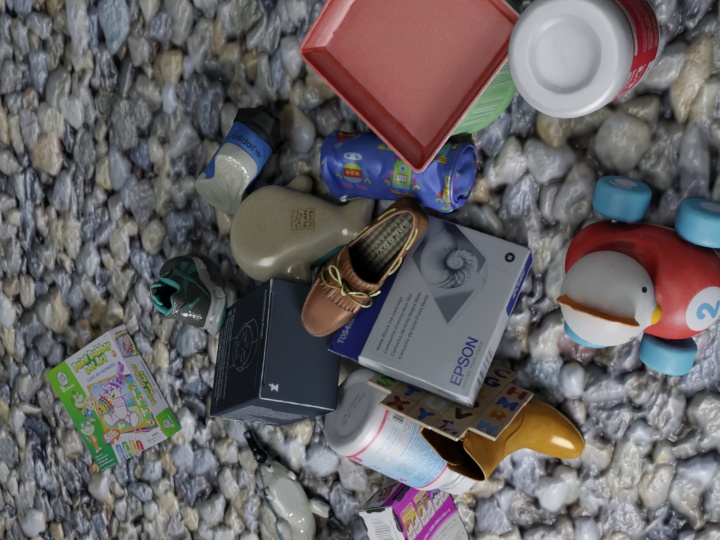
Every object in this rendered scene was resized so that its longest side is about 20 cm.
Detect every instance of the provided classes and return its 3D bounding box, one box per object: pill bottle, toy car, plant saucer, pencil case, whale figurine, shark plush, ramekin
[{"bbox_3d":[0.060,0.209,1.130,0.198,0.110,0.108,31,130,-29],"label":"pill bottle"},{"bbox_3d":[0.279,0.027,0.928,0.174,0.199,0.188,19,117,23],"label":"toy car"},{"bbox_3d":[0.054,-0.243,0.946,0.200,0.037,0.201,45,125,10],"label":"plant saucer"},{"bbox_3d":[0.043,-0.120,1.090,0.197,0.078,0.089,9,99,28],"label":"pencil case"},{"bbox_3d":[-0.070,-0.045,1.182,0.196,0.104,0.162,-8,66,12],"label":"whale figurine"},{"bbox_3d":[0.226,-0.219,0.872,0.110,0.199,0.115,11,113,27],"label":"pill bottle"},{"bbox_3d":[-0.132,0.342,1.371,0.200,0.091,0.083,48,154,2],"label":"shark plush"},{"bbox_3d":[0.077,-0.243,1.014,0.197,0.097,0.204,11,112,28],"label":"ramekin"}]

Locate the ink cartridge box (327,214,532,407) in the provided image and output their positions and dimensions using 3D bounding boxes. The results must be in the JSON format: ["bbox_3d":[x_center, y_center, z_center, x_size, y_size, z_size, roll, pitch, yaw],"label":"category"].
[{"bbox_3d":[0.079,0.035,1.072,0.197,0.041,0.202,17,71,24],"label":"ink cartridge box"}]

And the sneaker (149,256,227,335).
[{"bbox_3d":[-0.260,0.024,1.279,0.199,0.090,0.079,31,106,56],"label":"sneaker"}]

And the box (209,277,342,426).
[{"bbox_3d":[-0.111,0.113,1.172,0.199,0.105,0.152,-28,53,60],"label":"box"}]

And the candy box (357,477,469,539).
[{"bbox_3d":[0.087,0.374,1.206,0.060,0.136,0.203,-19,96,35],"label":"candy box"}]

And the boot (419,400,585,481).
[{"bbox_3d":[0.169,0.207,1.078,0.199,0.144,0.071,29,125,5],"label":"boot"}]

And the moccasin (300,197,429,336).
[{"bbox_3d":[0.001,0.001,1.050,0.201,0.078,0.074,-41,88,17],"label":"moccasin"}]

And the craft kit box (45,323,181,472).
[{"bbox_3d":[-0.416,0.217,1.509,0.198,0.048,0.200,-30,88,35],"label":"craft kit box"}]

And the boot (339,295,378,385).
[{"bbox_3d":[0.023,0.147,1.199,0.154,0.072,0.202,-31,86,38],"label":"boot"}]

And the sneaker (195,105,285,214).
[{"bbox_3d":[-0.158,-0.152,1.210,0.076,0.112,0.200,35,158,-6],"label":"sneaker"}]

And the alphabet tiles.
[{"bbox_3d":[0.109,0.140,1.070,0.164,0.199,0.006,21,114,23],"label":"alphabet tiles"}]
